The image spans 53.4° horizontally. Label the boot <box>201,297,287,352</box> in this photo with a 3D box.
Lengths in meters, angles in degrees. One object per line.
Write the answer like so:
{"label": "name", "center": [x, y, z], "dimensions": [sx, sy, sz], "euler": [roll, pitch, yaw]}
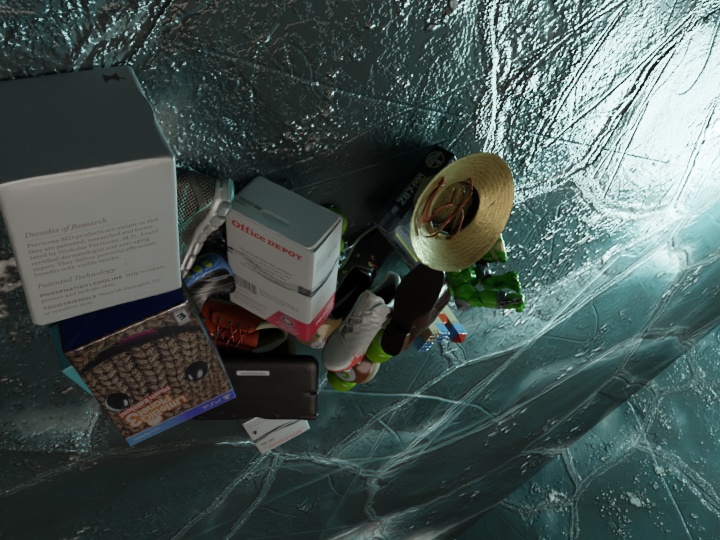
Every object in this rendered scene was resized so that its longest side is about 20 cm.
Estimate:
{"label": "boot", "center": [-0.209, 0.089, 1.104], "dimensions": [0.199, 0.107, 0.075], "euler": [-4, 113, -39]}

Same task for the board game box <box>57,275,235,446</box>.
{"label": "board game box", "center": [-0.279, 0.110, 0.949], "dimensions": [0.159, 0.097, 0.201], "euler": [-24, 134, -10]}

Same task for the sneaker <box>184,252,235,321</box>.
{"label": "sneaker", "center": [-0.265, 0.056, 1.021], "dimensions": [0.199, 0.071, 0.083], "euler": [-33, 116, 3]}

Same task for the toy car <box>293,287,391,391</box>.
{"label": "toy car", "center": [-0.067, 0.110, 1.240], "dimensions": [0.199, 0.159, 0.164], "euler": [12, 145, -27]}

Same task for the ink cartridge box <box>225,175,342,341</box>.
{"label": "ink cartridge box", "center": [-0.110, -0.014, 1.018], "dimensions": [0.084, 0.144, 0.201], "euler": [-51, 161, -37]}

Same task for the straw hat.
{"label": "straw hat", "center": [0.128, -0.100, 1.065], "dimensions": [0.200, 0.085, 0.202], "euler": [-20, 127, -29]}

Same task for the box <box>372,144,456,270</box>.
{"label": "box", "center": [0.118, -0.087, 1.180], "dimensions": [0.161, 0.049, 0.200], "euler": [-52, 147, -5]}

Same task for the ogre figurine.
{"label": "ogre figurine", "center": [0.211, 0.003, 1.285], "dimensions": [0.119, 0.201, 0.098], "euler": [-16, 159, 1]}

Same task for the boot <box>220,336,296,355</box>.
{"label": "boot", "center": [-0.206, 0.160, 1.183], "dimensions": [0.166, 0.073, 0.200], "euler": [-7, 171, -29]}

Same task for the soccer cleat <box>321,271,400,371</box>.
{"label": "soccer cleat", "center": [0.004, 0.079, 1.139], "dimensions": [0.200, 0.068, 0.085], "euler": [-43, 151, -36]}

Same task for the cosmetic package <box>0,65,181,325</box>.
{"label": "cosmetic package", "center": [-0.298, -0.082, 0.771], "dimensions": [0.166, 0.168, 0.201], "euler": [-15, 142, -24]}

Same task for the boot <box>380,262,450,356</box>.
{"label": "boot", "center": [0.118, 0.038, 1.193], "dimensions": [0.200, 0.064, 0.187], "euler": [-28, 152, -57]}

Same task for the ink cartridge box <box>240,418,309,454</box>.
{"label": "ink cartridge box", "center": [-0.174, 0.297, 1.445], "dimensions": [0.116, 0.068, 0.200], "euler": [-26, 146, -9]}

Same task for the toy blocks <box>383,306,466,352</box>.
{"label": "toy blocks", "center": [0.111, 0.092, 1.357], "dimensions": [0.199, 0.137, 0.100], "euler": [5, 132, -42]}

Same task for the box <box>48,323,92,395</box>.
{"label": "box", "center": [-0.383, 0.149, 1.073], "dimensions": [0.049, 0.082, 0.200], "euler": [-30, 147, -7]}

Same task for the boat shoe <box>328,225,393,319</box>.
{"label": "boat shoe", "center": [0.001, 0.002, 1.176], "dimensions": [0.201, 0.063, 0.074], "euler": [-45, 134, -20]}

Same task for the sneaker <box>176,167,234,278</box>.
{"label": "sneaker", "center": [-0.248, -0.059, 0.946], "dimensions": [0.091, 0.078, 0.200], "euler": [24, 121, -28]}

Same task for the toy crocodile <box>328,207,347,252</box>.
{"label": "toy crocodile", "center": [-0.085, -0.014, 1.133], "dimensions": [0.200, 0.062, 0.068], "euler": [-49, 179, 31]}

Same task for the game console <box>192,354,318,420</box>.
{"label": "game console", "center": [-0.168, 0.181, 1.158], "dimensions": [0.199, 0.117, 0.177], "euler": [0, 120, -4]}
